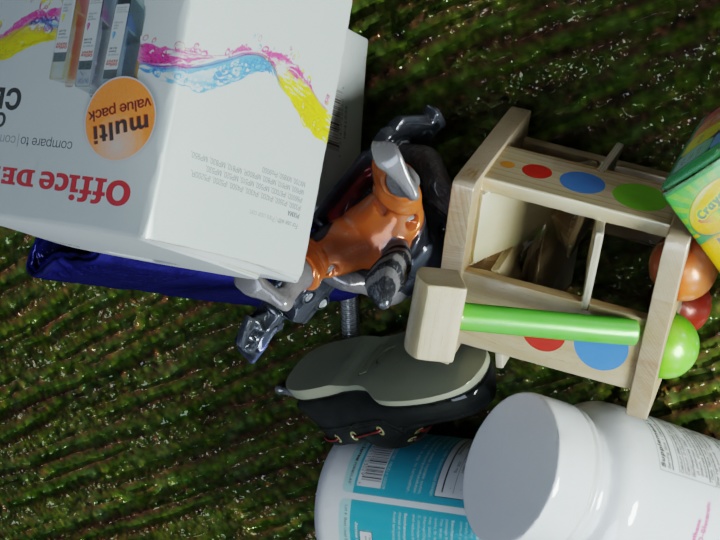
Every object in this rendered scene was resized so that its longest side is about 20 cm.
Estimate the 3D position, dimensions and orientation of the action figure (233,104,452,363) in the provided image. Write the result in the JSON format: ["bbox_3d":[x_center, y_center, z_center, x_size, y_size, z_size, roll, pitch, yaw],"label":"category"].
[{"bbox_3d":[0.000,0.000,0.856,0.104,0.193,0.200,41,104,16],"label":"action figure"}]

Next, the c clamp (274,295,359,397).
[{"bbox_3d":[0.013,0.032,1.024,0.170,0.027,0.201,15,121,21],"label":"c clamp"}]

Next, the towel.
[{"bbox_3d":[-0.110,-0.011,0.960,0.147,0.199,0.050,-8,76,58],"label":"towel"}]

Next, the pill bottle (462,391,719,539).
[{"bbox_3d":[0.170,0.148,0.890,0.199,0.114,0.113,20,132,-27],"label":"pill bottle"}]

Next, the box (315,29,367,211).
[{"bbox_3d":[-0.106,-0.100,0.948,0.199,0.097,0.125,2,86,28],"label":"box"}]

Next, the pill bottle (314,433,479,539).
[{"bbox_3d":[0.075,0.176,1.013,0.199,0.111,0.112,4,117,27],"label":"pill bottle"}]

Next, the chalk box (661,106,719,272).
[{"bbox_3d":[0.256,-0.053,0.791,0.124,0.124,0.200,-35,95,36],"label":"chalk box"}]

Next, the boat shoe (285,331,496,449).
[{"bbox_3d":[0.028,0.082,0.965,0.201,0.074,0.063,-10,121,54],"label":"boat shoe"}]

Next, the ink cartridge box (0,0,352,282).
[{"bbox_3d":[-0.106,-0.106,0.735,0.144,0.144,0.202,8,86,29],"label":"ink cartridge box"}]

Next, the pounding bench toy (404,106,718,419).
[{"bbox_3d":[0.127,0.011,0.840,0.155,0.200,0.125,16,121,16],"label":"pounding bench toy"}]
